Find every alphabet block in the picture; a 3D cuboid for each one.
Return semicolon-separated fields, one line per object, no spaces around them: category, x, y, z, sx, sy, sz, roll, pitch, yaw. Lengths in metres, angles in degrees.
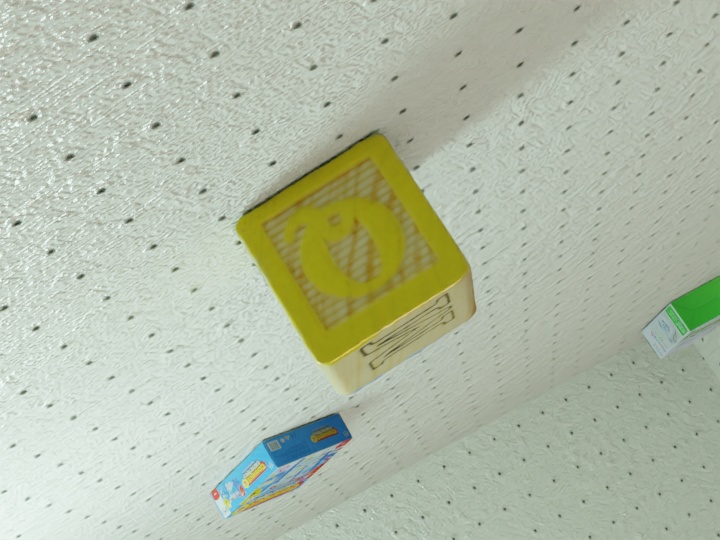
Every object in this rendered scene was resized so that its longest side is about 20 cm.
alphabet block;0.000;0.000;1.618;0.196;0.196;0.200;-34;165;-3

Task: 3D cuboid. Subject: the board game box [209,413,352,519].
board game box;-0.142;0.352;2.619;0.199;0.056;0.196;-16;156;-46

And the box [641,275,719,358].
box;0.868;0.124;3.807;0.199;0.097;0.177;-25;163;-26
